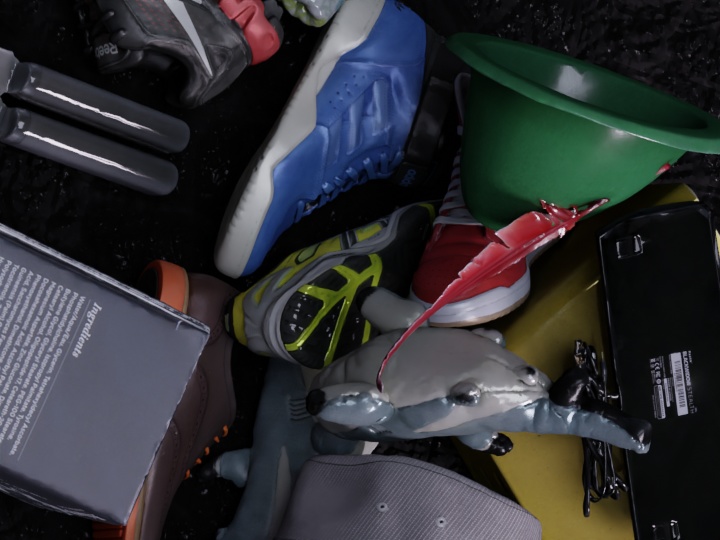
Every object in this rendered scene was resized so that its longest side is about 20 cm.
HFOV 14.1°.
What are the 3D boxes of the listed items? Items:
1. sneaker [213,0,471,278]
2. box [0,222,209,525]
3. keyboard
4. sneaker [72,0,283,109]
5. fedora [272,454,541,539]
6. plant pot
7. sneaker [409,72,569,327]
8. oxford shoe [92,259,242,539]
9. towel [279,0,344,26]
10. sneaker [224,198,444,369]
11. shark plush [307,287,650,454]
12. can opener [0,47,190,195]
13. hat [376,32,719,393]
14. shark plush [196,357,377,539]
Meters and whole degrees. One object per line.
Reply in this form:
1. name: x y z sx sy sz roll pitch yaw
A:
1. sneaker: -0.002 -0.066 1.752 0.111 0.077 0.200 30 71 -7
2. box: -0.215 0.043 1.604 0.196 0.200 0.124 25 81 -17
3. keyboard: 0.160 0.065 1.647 0.104 0.040 0.201 -10 96 -21
4. sneaker: -0.141 -0.172 1.710 0.200 0.071 0.098 43 72 -14
5. fedora: 0.022 0.154 1.650 0.199 0.177 0.091 9 81 20
6. plant pot: 0.149 0.079 1.746 0.176 0.200 0.200 -32 96 -6
7. sneaker: 0.076 -0.051 1.707 0.200 0.071 0.113 -50 140 -56
8. oxford shoe: -0.108 0.098 1.710 0.072 0.071 0.201 15 82 -24
9. towel: -0.053 -0.268 1.750 0.200 0.048 0.171 40 68 -8
10. sneaker: 0.000 0.000 1.742 0.200 0.076 0.076 -20 111 -47
11. shark plush: 0.065 0.068 1.618 0.199 0.083 0.091 -2 45 15
12. can opener: -0.198 -0.094 1.702 0.200 0.067 0.053 20 80 -32
13. hat: 0.092 -0.026 1.642 0.200 0.166 0.176 12 105 -28
14. shark plush: -0.058 0.131 1.748 0.083 0.091 0.200 31 93 8
